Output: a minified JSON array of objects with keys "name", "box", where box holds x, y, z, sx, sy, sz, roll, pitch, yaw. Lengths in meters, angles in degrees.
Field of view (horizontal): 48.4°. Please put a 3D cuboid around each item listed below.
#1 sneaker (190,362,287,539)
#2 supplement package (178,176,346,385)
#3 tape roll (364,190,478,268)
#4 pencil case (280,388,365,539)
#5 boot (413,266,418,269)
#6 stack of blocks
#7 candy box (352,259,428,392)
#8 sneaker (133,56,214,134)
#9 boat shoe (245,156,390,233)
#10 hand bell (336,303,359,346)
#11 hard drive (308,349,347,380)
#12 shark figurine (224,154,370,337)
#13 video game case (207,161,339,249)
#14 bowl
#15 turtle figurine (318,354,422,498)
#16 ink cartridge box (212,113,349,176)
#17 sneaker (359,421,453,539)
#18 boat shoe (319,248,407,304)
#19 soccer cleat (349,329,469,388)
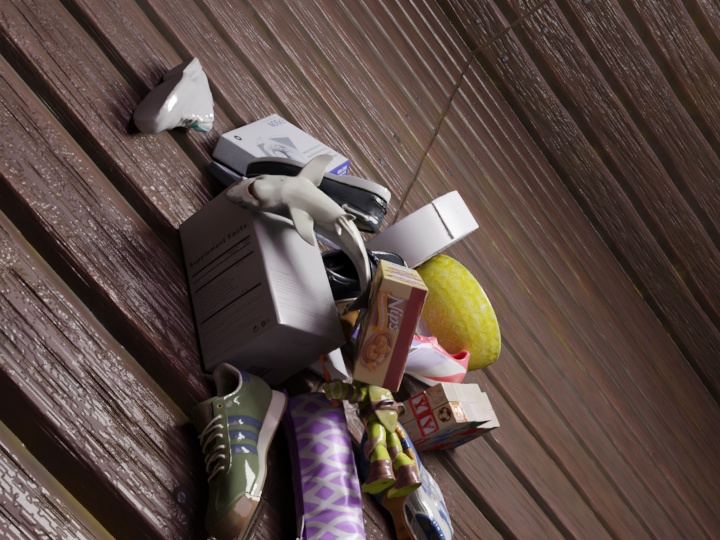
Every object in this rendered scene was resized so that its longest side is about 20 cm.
[{"name":"sneaker","box":[-0.140,0.173,0.813,0.090,0.067,0.200,41,30,-17]},{"name":"supplement package","box":[-0.120,0.015,0.948,0.121,0.120,0.200,23,42,-49]},{"name":"tape roll","box":[0.089,-0.048,1.293,0.071,0.202,0.202,60,26,4]},{"name":"pencil case","box":[-0.047,0.233,0.889,0.085,0.084,0.200,14,45,-28]},{"name":"boot","box":[0.163,0.045,1.479,0.155,0.074,0.200,59,7,35]},{"name":"stack of blocks","box":[0.130,0.216,1.174,0.200,0.115,0.059,15,49,-56]},{"name":"candy box","box":[0.032,0.057,0.932,0.055,0.116,0.200,16,6,-1]},{"name":"sneaker","box":[-0.234,-0.216,1.070,0.089,0.075,0.200,59,22,-25]},{"name":"boat shoe","box":[-0.063,-0.098,1.044,0.076,0.199,0.061,64,41,-67]},{"name":"hand bell","box":[-0.015,0.059,1.081,0.104,0.104,0.200,54,21,-7]},{"name":"hard drive","box":[-0.075,0.041,1.071,0.132,0.025,0.200,47,22,-60]},{"name":"shark figurine","box":[-0.045,-0.040,0.922,0.215,0.089,0.128,46,60,-4]},{"name":"video game case","box":[-0.105,-0.084,1.123,0.143,0.019,0.200,38,8,40]},{"name":"bowl","box":[0.120,0.085,1.282,0.107,0.200,0.201,-25,81,-22]},{"name":"turtle figurine","box":[0.024,0.176,0.925,0.200,0.064,0.162,45,23,-55]},{"name":"ink cartridge box","box":[-0.090,-0.154,1.191,0.200,0.041,0.200,33,26,4]},{"name":"sneaker","box":[0.061,0.282,1.045,0.201,0.075,0.088,69,19,3]},{"name":"boat shoe","box":[0.000,0.000,1.058,0.200,0.062,0.075,-10,51,-47]},{"name":"soccer cleat","box":[0.072,0.119,1.179,0.200,0.073,0.068,26,2,-22]}]
